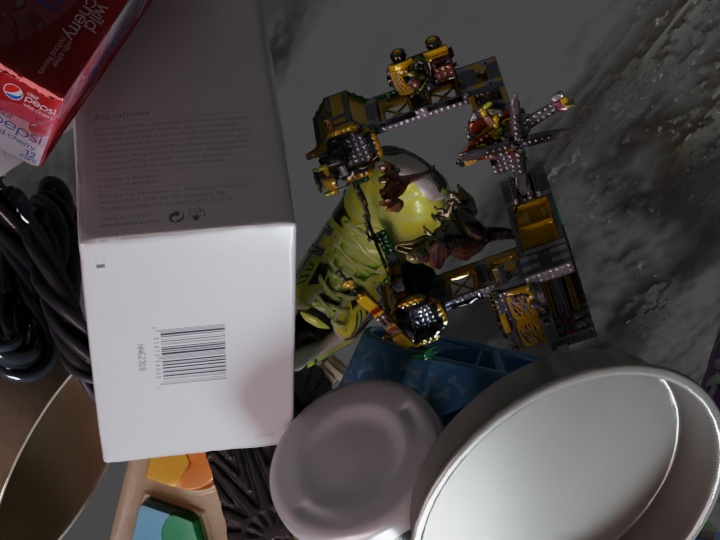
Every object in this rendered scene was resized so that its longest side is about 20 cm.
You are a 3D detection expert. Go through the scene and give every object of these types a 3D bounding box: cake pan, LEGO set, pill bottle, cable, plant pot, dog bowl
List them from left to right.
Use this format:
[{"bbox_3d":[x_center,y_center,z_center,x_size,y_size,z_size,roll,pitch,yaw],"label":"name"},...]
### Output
[{"bbox_3d":[-0.295,0.091,1.416,0.199,0.188,0.188,26,142,13],"label":"plant pot"},{"bbox_3d":[-0.246,-0.018,1.281,0.050,0.201,0.164,-16,122,5],"label":"cable"},{"bbox_3d":[-0.170,0.020,1.298,0.050,0.200,0.164,-26,112,8],"label":"cable"},{"bbox_3d":[0.031,0.164,1.186,0.110,0.112,0.200,2,145,28],"label":"pill bottle"},{"bbox_3d":[0.056,-0.020,1.121,0.152,0.116,0.201,-12,126,2],"label":"LEGO set"},{"bbox_3d":[0.084,0.080,1.248,0.198,0.112,0.050,13,98,-1],"label":"dog bowl"},{"bbox_3d":[0.112,0.125,1.091,0.198,0.037,0.202,-14,128,-18],"label":"cake pan"}]

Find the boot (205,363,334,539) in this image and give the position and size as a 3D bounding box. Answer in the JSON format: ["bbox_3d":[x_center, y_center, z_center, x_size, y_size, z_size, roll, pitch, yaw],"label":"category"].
[{"bbox_3d":[-0.044,0.161,1.300,0.079,0.158,0.213,-8,94,7],"label":"boot"}]

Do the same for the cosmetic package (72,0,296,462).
[{"bbox_3d":[-0.106,-0.030,1.152,0.122,0.201,0.200,-6,140,-8],"label":"cosmetic package"}]

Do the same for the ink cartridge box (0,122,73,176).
[{"bbox_3d":[-0.232,-0.141,1.145,0.047,0.200,0.199,31,146,32],"label":"ink cartridge box"}]

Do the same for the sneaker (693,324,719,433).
[{"bbox_3d":[0.237,0.039,1.117,0.072,0.115,0.202,18,139,14],"label":"sneaker"}]

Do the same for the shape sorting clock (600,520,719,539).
[{"bbox_3d":[0.147,0.140,1.260,0.198,0.040,0.200,22,-179,0],"label":"shape sorting clock"}]

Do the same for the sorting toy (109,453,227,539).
[{"bbox_3d":[-0.092,0.180,1.425,0.183,0.202,0.036,17,-175,13],"label":"sorting toy"}]

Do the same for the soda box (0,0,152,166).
[{"bbox_3d":[-0.151,-0.153,1.060,0.063,0.201,0.070,28,142,-3],"label":"soda box"}]

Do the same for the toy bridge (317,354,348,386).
[{"bbox_3d":[0.044,0.124,1.370,0.200,0.027,0.067,42,108,0],"label":"toy bridge"}]

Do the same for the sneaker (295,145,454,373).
[{"bbox_3d":[0.000,0.000,1.242,0.075,0.077,0.201,30,139,0],"label":"sneaker"}]
